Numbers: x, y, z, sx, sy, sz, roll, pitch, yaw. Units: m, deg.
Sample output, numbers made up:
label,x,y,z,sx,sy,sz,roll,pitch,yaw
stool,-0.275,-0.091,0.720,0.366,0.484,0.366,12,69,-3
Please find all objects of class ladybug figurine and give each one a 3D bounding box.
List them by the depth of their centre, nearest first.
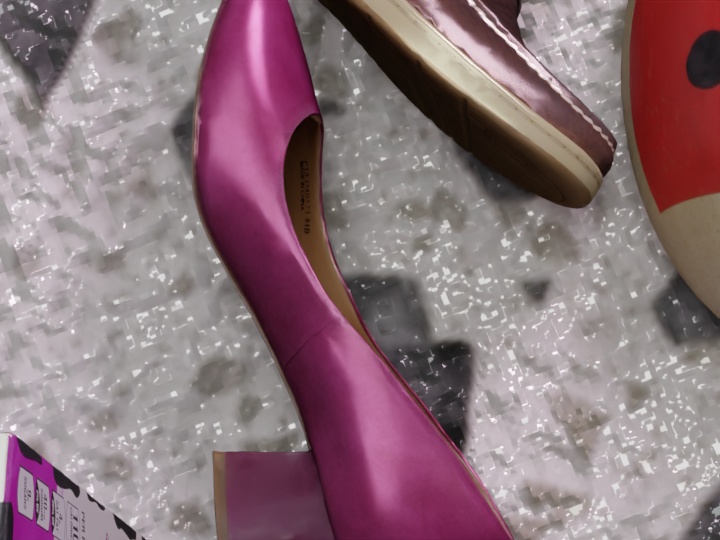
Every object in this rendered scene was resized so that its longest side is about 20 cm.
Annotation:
label,x,y,z,sx,sy,sz,roll,pitch,yaw
ladybug figurine,0.150,-0.073,0.935,0.135,0.072,0.201,-3,74,7

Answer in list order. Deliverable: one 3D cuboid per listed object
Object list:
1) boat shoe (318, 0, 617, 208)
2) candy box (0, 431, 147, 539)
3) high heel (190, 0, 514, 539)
label,x,y,z,sx,sy,sz,roll,pitch,yaw
boat shoe,0.022,-0.106,0.964,0.072,0.072,0.200,-43,68,-4
candy box,-0.107,0.131,0.845,0.061,0.200,0.137,1,76,8
high heel,0.000,0.000,0.936,0.095,0.067,0.202,-4,89,16
